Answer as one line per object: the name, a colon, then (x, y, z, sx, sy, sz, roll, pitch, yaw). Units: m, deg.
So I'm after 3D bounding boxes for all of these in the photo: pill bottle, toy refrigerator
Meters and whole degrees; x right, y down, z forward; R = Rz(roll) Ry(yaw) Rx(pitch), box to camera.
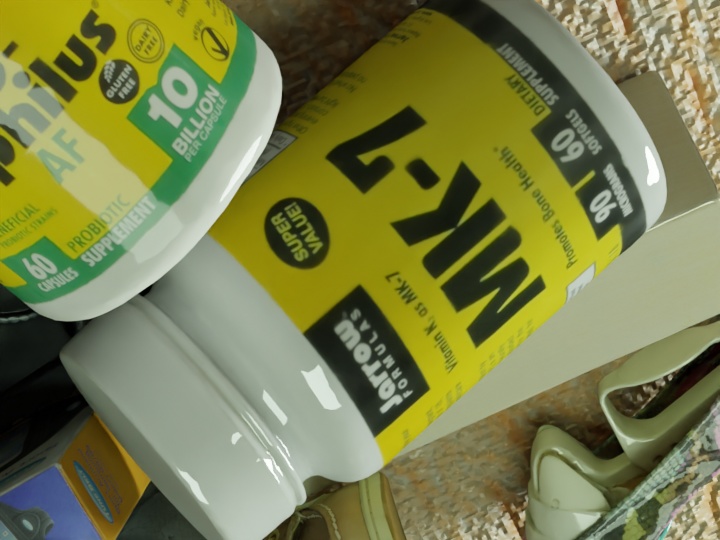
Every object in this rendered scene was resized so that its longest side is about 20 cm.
pill bottle: (-0.128, -0.086, 0.847, 0.113, 0.113, 0.200, -39, 115, 19)
toy refrigerator: (0.043, 0.009, 1.078, 0.199, 0.076, 0.070, -25, 137, 4)
pill bottle: (0.000, 0.000, 0.979, 0.200, 0.114, 0.114, -41, 138, -11)

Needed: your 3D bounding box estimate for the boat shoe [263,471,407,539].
boat shoe: (-0.015, 0.127, 1.119, 0.066, 0.074, 0.200, -15, 170, -8)

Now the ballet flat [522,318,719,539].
ballet flat: (0.119, 0.076, 1.188, 0.071, 0.069, 0.200, 36, 111, -22)

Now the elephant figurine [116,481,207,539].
elephant figurine: (-0.074, 0.193, 1.051, 0.155, 0.142, 0.201, -29, 100, 13)

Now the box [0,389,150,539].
box: (-0.135, 0.092, 1.022, 0.119, 0.200, 0.042, -30, 95, 10)

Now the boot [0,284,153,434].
boot: (-0.153, -0.010, 0.989, 0.197, 0.074, 0.163, -26, 139, -5)
